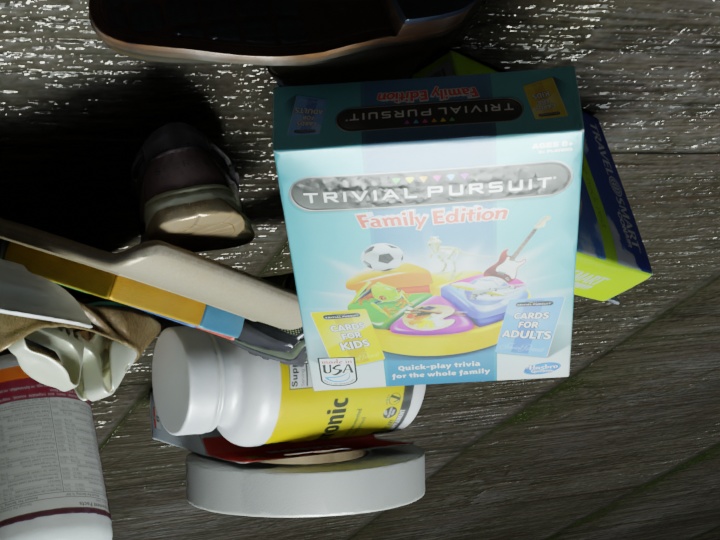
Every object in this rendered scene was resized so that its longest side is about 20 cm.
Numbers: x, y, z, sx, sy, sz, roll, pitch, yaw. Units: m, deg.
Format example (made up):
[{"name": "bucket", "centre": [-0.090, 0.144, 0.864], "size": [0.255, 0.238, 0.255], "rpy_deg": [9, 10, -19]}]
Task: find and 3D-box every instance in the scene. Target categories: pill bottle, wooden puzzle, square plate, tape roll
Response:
[{"name": "pill bottle", "centre": [-0.057, 0.080, 1.161], "size": [0.198, 0.112, 0.111], "rpy_deg": [-2, 156, -28]}, {"name": "wooden puzzle", "centre": [-0.154, 0.003, 0.892], "size": [0.199, 0.038, 0.185], "rpy_deg": [10, 173, 31]}, {"name": "square plate", "centre": [-0.272, -0.012, 0.784], "size": [0.199, 0.029, 0.197], "rpy_deg": [11, 176, 41]}, {"name": "pill bottle", "centre": [-0.251, 0.173, 1.139], "size": [0.109, 0.202, 0.110], "rpy_deg": [-12, 159, -5]}, {"name": "tape roll", "centre": [-0.046, 0.167, 1.216], "size": [0.201, 0.037, 0.203], "rpy_deg": [-2, -179, 0]}]

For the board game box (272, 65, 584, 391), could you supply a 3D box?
[{"name": "board game box", "centre": [0.038, -0.014, 0.787], "size": [0.149, 0.047, 0.201], "rpy_deg": [-4, 140, 3]}]

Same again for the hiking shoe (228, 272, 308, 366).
[{"name": "hiking shoe", "centre": [0.000, 0.000, 0.962], "size": [0.198, 0.076, 0.101], "rpy_deg": [-6, 128, 2]}]

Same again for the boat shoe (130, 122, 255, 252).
[{"name": "boat shoe", "centre": [-0.102, -0.046, 0.878], "size": [0.071, 0.065, 0.200], "rpy_deg": [-8, 177, -4]}]

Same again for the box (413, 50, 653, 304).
[{"name": "box", "centre": [0.112, -0.051, 0.925], "size": [0.047, 0.123, 0.199], "rpy_deg": [-29, 155, 32]}]

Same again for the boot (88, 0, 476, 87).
[{"name": "boot", "centre": [-0.041, -0.112, 0.738], "size": [0.198, 0.075, 0.097], "rpy_deg": [-8, 156, -21]}]

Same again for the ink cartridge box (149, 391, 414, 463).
[{"name": "ink cartridge box", "centre": [-0.072, 0.124, 1.250], "size": [0.161, 0.051, 0.200], "rpy_deg": [-2, 179, -29]}]

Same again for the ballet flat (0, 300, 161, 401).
[{"name": "ballet flat", "centre": [-0.204, 0.052, 1.046], "size": [0.067, 0.073, 0.200], "rpy_deg": [-22, 158, 17]}]
